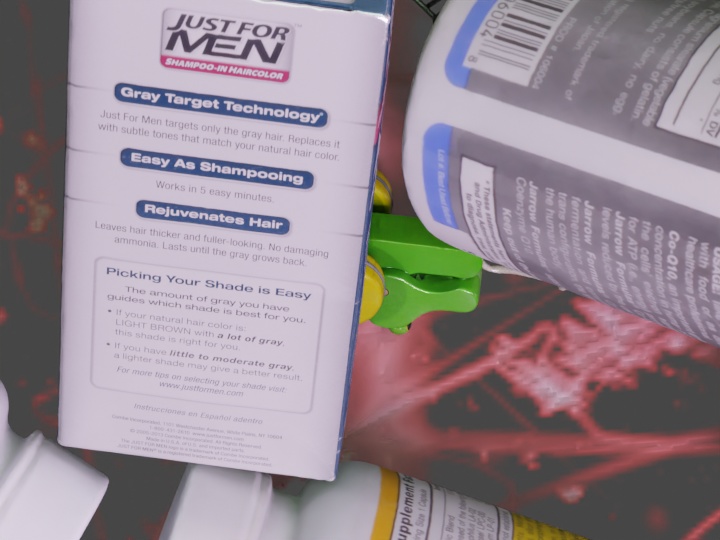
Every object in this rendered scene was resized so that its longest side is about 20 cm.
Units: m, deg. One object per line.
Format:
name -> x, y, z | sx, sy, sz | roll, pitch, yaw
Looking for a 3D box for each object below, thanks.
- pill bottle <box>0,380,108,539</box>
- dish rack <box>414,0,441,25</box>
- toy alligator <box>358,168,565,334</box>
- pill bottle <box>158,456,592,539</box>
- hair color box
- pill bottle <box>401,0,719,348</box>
pill bottle -> -0.195, 0.058, 0.967 | 0.200, 0.114, 0.114 | 33, 90, -4
dish rack -> 0.044, -0.169, 1.005 | 0.200, 0.055, 0.153 | 45, 90, -5
toy alligator -> 0.000, 0.000, 1.011 | 0.200, 0.059, 0.054 | 12, 132, -5
pill bottle -> 0.022, 0.134, 0.985 | 0.200, 0.113, 0.113 | 20, 91, -5
hair color box -> -0.045, -0.026, 0.913 | 0.100, 0.061, 0.200 | 7, 131, 0
pill bottle -> 0.123, -0.033, 0.921 | 0.200, 0.114, 0.114 | 22, 91, 32
